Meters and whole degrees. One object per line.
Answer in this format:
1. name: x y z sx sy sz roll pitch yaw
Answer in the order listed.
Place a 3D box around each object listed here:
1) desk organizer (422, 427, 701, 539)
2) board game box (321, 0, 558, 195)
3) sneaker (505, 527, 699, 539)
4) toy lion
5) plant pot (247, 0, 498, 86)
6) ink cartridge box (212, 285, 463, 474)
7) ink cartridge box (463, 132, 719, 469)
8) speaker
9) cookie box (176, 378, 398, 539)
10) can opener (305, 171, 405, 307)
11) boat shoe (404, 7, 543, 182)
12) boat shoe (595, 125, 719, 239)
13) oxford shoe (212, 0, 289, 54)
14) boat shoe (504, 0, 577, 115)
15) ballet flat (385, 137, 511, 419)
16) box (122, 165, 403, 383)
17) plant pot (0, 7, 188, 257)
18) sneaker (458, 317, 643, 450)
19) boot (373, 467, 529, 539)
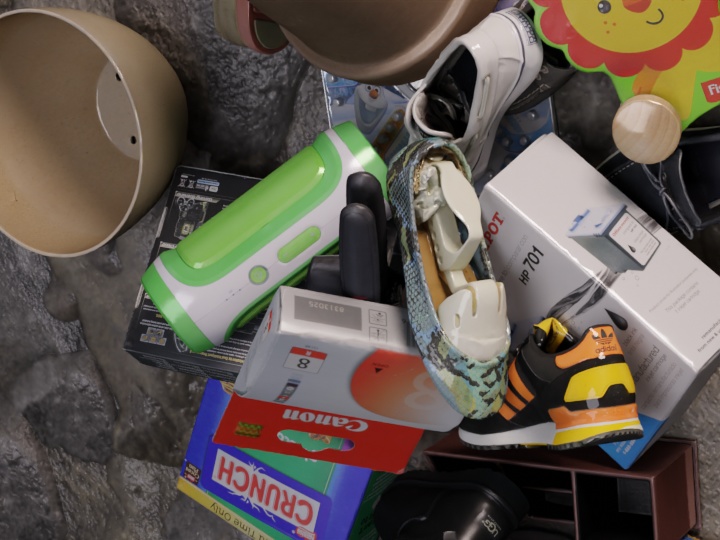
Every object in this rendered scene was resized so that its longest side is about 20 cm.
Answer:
1. desk organizer: 0.152 0.165 1.497 0.199 0.077 0.072 3 106 32
2. board game box: 0.049 -0.153 1.497 0.199 0.026 0.201 -1 104 33
3. sneaker: 0.176 0.244 1.500 0.199 0.088 0.076 -6 99 32
4. toy lion: 0.217 -0.182 1.313 0.199 0.069 0.192 -15 108 21
5. plant pot: -0.017 -0.241 1.396 0.200 0.174 0.201 -2 86 32
6. ink cartridge box: -0.012 0.099 1.440 0.162 0.050 0.200 11 136 -14
7. ink cartridge box: 0.165 0.022 1.414 0.200 0.086 0.147 41 145 13
8. speaker: -0.066 -0.025 1.484 0.200 0.088 0.089 -37 82 0
9. cookie box: -0.047 0.130 1.614 0.171 0.075 0.201 29 118 23
10. can opener: 0.000 0.000 1.400 0.078 0.200 0.064 0 64 -1
11. boat shoe: 0.065 -0.111 1.410 0.072 0.066 0.200 60 149 13
12. boat shoe: 0.232 -0.063 1.386 0.200 0.062 0.075 -15 99 38
13. oxford shoe: -0.093 -0.272 1.528 0.074 0.071 0.201 15 107 43
14. boat shoe: 0.149 -0.182 1.387 0.200 0.057 0.067 -42 88 25
15. ballet flat: 0.066 0.001 1.349 0.074 0.074 0.201 -25 77 35
16. box: -0.071 0.011 1.543 0.199 0.044 0.161 9 74 19
17. plant pot: -0.218 -0.123 1.611 0.200 0.134 0.201 10 109 30
18. sneaker: 0.131 0.079 1.386 0.200 0.070 0.090 -9 86 64
19. boot: 0.030 0.228 1.480 0.073 0.163 0.198 49 152 -11
